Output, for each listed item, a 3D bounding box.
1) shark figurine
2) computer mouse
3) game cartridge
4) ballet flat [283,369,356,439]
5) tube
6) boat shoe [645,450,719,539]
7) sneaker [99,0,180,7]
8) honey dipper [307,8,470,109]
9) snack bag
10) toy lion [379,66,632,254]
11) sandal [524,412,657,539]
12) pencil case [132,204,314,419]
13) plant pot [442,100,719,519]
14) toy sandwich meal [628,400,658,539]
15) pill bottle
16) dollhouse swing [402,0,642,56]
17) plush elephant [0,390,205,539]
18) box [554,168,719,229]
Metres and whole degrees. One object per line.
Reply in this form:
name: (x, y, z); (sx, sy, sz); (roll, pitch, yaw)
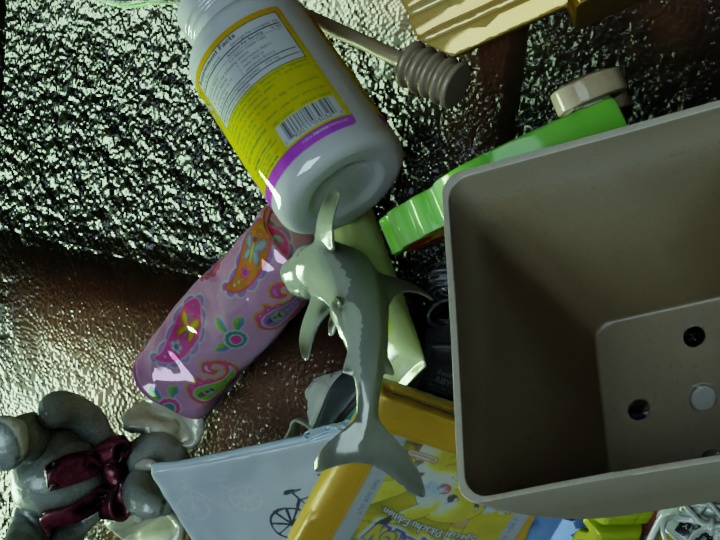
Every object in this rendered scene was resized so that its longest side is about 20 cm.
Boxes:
shark figurine: (0.011, 0.036, 0.926); (0.215, 0.089, 0.129); (-110, 35, -45)
computer mouse: (0.081, 0.090, 1.023); (0.138, 0.053, 0.201); (24, 113, -5)
game cartridge: (0.048, 0.188, 1.017); (0.175, 0.032, 0.201); (20, 114, -16)
ballet flat: (-0.025, 0.128, 1.085); (0.073, 0.073, 0.201); (36, 118, 19)
tube: (0.000, 0.000, 1.020); (0.052, 0.058, 0.201); (-23, 67, 7)
boat shoe: (0.220, 0.160, 0.868); (0.075, 0.086, 0.203); (39, 118, 18)
sneaker: (-0.154, -0.248, 1.076); (0.199, 0.084, 0.077); (-5, 81, 29)
honey dipper: (-0.007, -0.180, 1.041); (0.199, 0.038, 0.038); (30, 112, 24)
snack bag: (-0.051, 0.205, 1.076); (0.188, 0.021, 0.201); (-15, 121, 23)
toy lion: (0.099, -0.060, 0.916); (0.191, 0.200, 0.069); (-23, 86, 12)
sandal: (0.153, 0.168, 0.954); (0.087, 0.079, 0.201); (53, 126, 47)
pencil case: (-0.101, 0.037, 1.104); (0.088, 0.087, 0.200); (50, 118, 13)
plant pot: (0.177, 0.045, 0.792); (0.199, 0.177, 0.201); (-14, 61, 23)
toy sandwich meal: (0.253, 0.143, 0.932); (0.204, 0.070, 0.206); (5, 101, 28)
pill bottle: (-0.059, -0.131, 1.002); (0.104, 0.104, 0.200); (-47, 61, 27)
dollhouse swing: (0.088, -0.254, 0.907); (0.175, 0.182, 0.201); (-19, 90, 10)
plush elephant: (-0.213, 0.179, 1.156); (0.154, 0.200, 0.166); (3, 103, 5)
box: (0.246, -0.027, 0.865); (0.199, 0.163, 0.021); (-17, 55, 30)
